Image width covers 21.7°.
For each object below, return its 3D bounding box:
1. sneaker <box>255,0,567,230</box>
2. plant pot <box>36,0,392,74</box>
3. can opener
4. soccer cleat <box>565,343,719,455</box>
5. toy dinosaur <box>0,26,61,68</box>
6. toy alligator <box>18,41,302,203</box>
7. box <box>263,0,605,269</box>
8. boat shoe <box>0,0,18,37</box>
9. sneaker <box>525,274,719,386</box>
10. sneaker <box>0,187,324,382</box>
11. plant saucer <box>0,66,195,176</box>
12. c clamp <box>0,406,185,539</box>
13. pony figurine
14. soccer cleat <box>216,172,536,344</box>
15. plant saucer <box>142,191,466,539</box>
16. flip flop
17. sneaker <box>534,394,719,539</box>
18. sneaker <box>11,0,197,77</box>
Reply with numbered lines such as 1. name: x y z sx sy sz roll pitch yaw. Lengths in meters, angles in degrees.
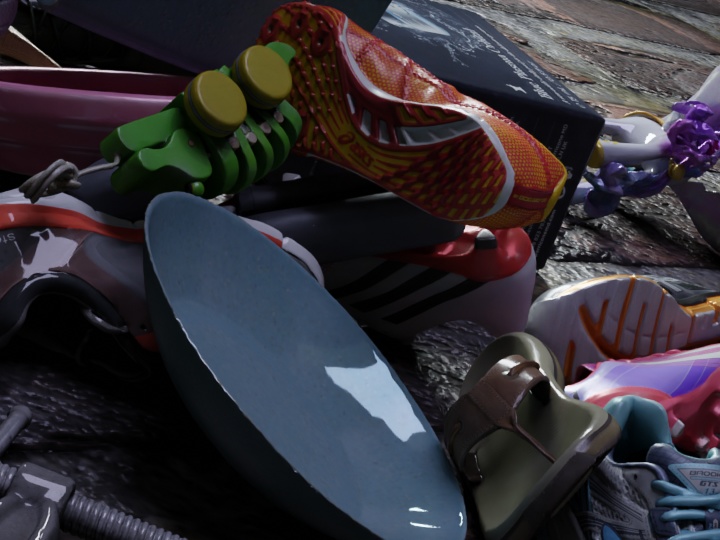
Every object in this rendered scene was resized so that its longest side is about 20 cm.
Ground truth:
1. sneaker: 0.017 -0.073 0.943 0.200 0.073 0.077 40 18 36
2. plant pot: -0.073 -0.216 1.085 0.199 0.196 0.196 28 12 -34
3. can opener: -0.047 -0.036 0.950 0.198 0.067 0.053 -10 35 -7
4. soccer cleat: 0.157 0.068 1.020 0.076 0.067 0.200 33 25 21
5. toy dinosaur: -0.237 -0.153 1.126 0.198 0.101 0.059 17 54 -6
6. toy alligator: -0.079 -0.054 0.878 0.054 0.059 0.200 54 40 -1
7. box: 0.022 -0.108 1.257 0.199 0.118 0.197 9 23 -31
8. boat shoe: -0.284 -0.140 0.998 0.199 0.073 0.071 -15 32 -29
9. sneaker: 0.157 0.037 1.106 0.199 0.079 0.077 8 11 -46
10. sneaker: -0.099 0.022 0.880 0.199 0.077 0.082 7 51 -35
11. plant saucer: -0.132 -0.080 1.036 0.199 0.051 0.201 5 9 -1
12. c clamp: -0.067 0.114 0.678 0.199 0.027 0.171 24 19 5
13. pony figurine: 0.238 -0.090 1.442 0.199 0.168 0.193 -8 24 -28
14. soccer cleat: 0.000 0.000 1.030 0.198 0.086 0.069 4 36 18
15. plant saucer: -0.034 0.054 0.816 0.201 0.039 0.201 46 15 -16
16. flip flop: 0.068 0.068 0.877 0.057 0.081 0.200 40 10 -14
17. sneaker: 0.133 0.122 0.812 0.077 0.087 0.200 14 21 -24
18. sneaker: -0.192 -0.163 1.252 0.198 0.076 0.091 19 28 10
